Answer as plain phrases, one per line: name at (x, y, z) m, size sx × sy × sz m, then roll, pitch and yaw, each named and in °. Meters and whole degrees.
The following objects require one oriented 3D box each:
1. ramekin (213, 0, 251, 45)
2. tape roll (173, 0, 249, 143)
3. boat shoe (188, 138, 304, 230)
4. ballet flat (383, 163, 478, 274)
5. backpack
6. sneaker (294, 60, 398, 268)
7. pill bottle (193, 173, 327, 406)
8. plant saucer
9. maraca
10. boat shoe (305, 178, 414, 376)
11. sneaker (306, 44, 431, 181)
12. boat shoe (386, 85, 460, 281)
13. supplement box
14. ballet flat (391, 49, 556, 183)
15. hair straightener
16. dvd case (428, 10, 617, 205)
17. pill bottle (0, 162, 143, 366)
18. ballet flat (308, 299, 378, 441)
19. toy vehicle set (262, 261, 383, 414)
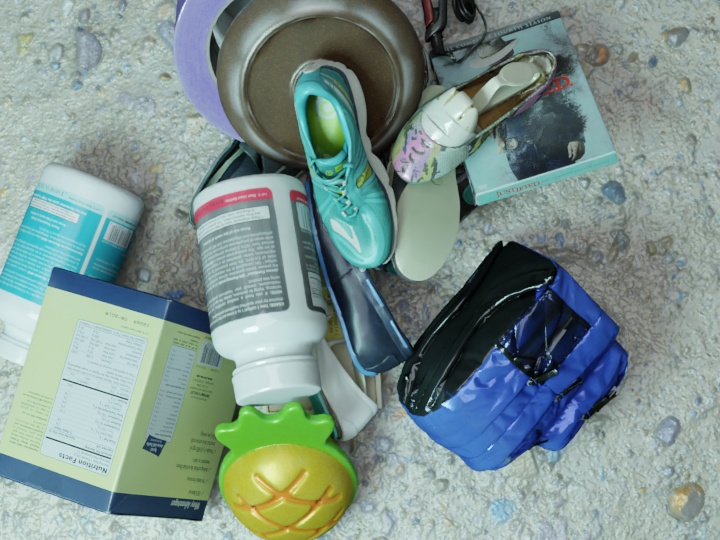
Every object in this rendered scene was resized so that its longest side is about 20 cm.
ramekin at (-0.076, -0.305, 1.580) m, size 0.200 × 0.094 × 0.205 m, roll -1°, pitch 84°, yaw 5°
tape roll at (-0.080, -0.226, 1.480) m, size 0.198 × 0.085 × 0.202 m, roll -2°, pitch 120°, yaw -3°
boat shoe at (-0.102, -0.115, 1.579) m, size 0.073 × 0.062 × 0.200 m, roll 42°, pitch 88°, yaw 10°
ballet flat at (0.086, -0.079, 1.567) m, size 0.200 × 0.072 × 0.072 m, roll -41°, pitch 83°, yaw 0°
backpack at (0.146, 0.099, 1.489) m, size 0.168 × 0.162 × 0.200 m, roll 44°, pitch 87°, yaw -13°
sneaker at (-0.022, -0.091, 1.414) m, size 0.077 × 0.080 × 0.202 m, roll -14°, pitch 107°, yaw 16°
pill bottle at (-0.091, 0.020, 1.442) m, size 0.110 × 0.111 × 0.202 m, roll -10°, pitch 75°, yaw 3°
plant saucer at (-0.037, -0.177, 1.447) m, size 0.198 × 0.032 × 0.202 m, roll -1°, pitch 122°, yaw -2°
maraca at (-0.073, 0.193, 1.494) m, size 0.136 × 0.201 × 0.108 m, roll -8°, pitch 47°, yaw 1°
boat shoe at (0.000, 0.000, 1.509) m, size 0.068 × 0.084 × 0.202 m, roll -18°, pitch 95°, yaw 5°
sneaker at (0.011, -0.148, 1.568) m, size 0.080 × 0.075 × 0.201 m, roll 27°, pitch 86°, yaw 6°
boat shoe at (0.055, -0.081, 1.504) m, size 0.071 × 0.062 × 0.202 m, roll 15°, pitch 70°, yaw -28°
supplement box at (-0.221, 0.124, 1.484) m, size 0.133 × 0.200 × 0.202 m, roll 14°, pitch 85°, yaw 23°
ballet flat at (0.111, -0.158, 1.467) m, size 0.199 × 0.071 × 0.069 m, roll -35°, pitch 80°, yaw -23°
hair straightener at (0.094, -0.307, 1.584) m, size 0.076 × 0.041 × 0.202 m, roll -9°, pitch 73°, yaw 3°
dvd case at (0.159, -0.165, 1.538) m, size 0.145 × 0.022 × 0.201 m, roll -16°, pitch 53°, yaw 3°
pill bottle at (-0.304, 0.001, 1.560) m, size 0.110 × 0.111 × 0.202 m, roll 22°, pitch 86°, yaw 6°
ballet flat at (-0.045, 0.072, 1.535) m, size 0.069 × 0.069 × 0.201 m, roll -28°, pitch 86°, yaw 1°
toy vehicle set at (-0.044, 0.046, 1.576) m, size 0.123 × 0.027 × 0.202 m, roll -4°, pitch 84°, yaw 4°
